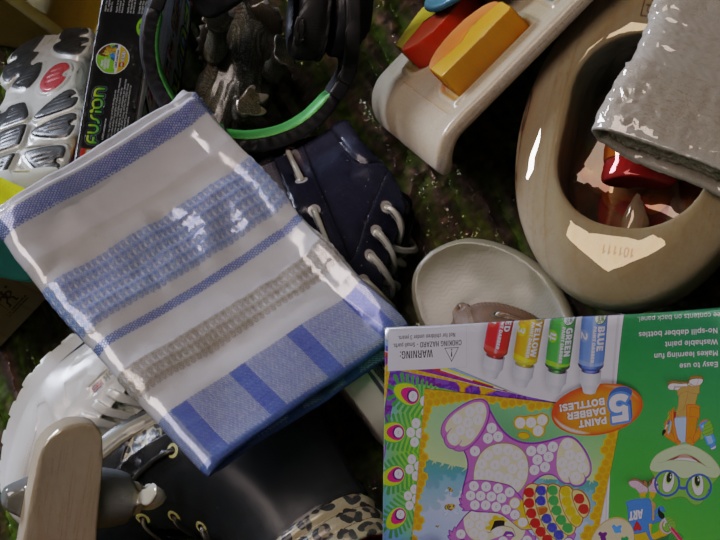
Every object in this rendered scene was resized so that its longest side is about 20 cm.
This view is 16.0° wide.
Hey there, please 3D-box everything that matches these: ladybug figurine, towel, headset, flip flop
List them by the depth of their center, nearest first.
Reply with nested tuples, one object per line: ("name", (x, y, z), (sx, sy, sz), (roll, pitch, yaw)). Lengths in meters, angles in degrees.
("towel", (0.232, -0.087, 1.295), (0.200, 0.034, 0.133), (22, 69, 12))
("flip flop", (0.080, 0.056, 1.354), (0.081, 0.058, 0.200), (-33, 51, 14))
("ladybug figurine", (0.154, -0.065, 1.355), (0.135, 0.072, 0.200), (8, 69, 21))
("towel", (-0.087, 0.002, 1.376), (0.147, 0.024, 0.200), (-33, 66, -23))
("headset", (-0.045, -0.161, 1.441), (0.200, 0.123, 0.094), (-64, 11, 5))

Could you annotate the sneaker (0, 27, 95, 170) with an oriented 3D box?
("sneaker", (-0.181, -0.073, 1.559), (0.080, 0.084, 0.200), (-16, 30, 20))

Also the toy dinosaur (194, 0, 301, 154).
("toy dinosaur", (-0.080, -0.097, 1.537), (0.077, 0.102, 0.201), (11, 76, -2))

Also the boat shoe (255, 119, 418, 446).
("boat shoe", (0.000, 0.000, 1.434), (0.093, 0.075, 0.200), (-31, 60, -2))

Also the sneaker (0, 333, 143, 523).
("sneaker", (-0.134, 0.066, 1.467), (0.200, 0.076, 0.080), (-55, 27, -2))

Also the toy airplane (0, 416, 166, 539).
("toy airplane", (-0.157, 0.201, 1.351), (0.200, 0.199, 0.141), (-38, 12, 12))

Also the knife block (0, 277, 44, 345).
("knife block", (-0.272, -0.034, 1.563), (0.064, 0.176, 0.200), (-46, 49, 2))

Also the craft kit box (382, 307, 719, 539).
("craft kit box", (0.103, 0.122, 1.276), (0.200, 0.048, 0.198), (-5, 83, 32))

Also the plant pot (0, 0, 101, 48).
("plant pot", (-0.269, -0.266, 1.694), (0.200, 0.195, 0.195), (3, 66, 45))

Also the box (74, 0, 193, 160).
("box", (-0.134, -0.123, 1.559), (0.035, 0.110, 0.200), (4, 66, 6))

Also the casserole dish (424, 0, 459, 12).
("casserole dish", (0.099, -0.228, 1.452), (0.200, 0.039, 0.121), (-45, 16, -5))

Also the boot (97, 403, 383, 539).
("boot", (-0.082, 0.145, 1.405), (0.204, 0.073, 0.154), (-42, 55, 15))

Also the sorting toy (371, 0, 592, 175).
("sorting toy", (0.082, -0.153, 1.429), (0.200, 0.036, 0.185), (-50, 17, 3))

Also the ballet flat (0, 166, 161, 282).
("ballet flat", (-0.167, -0.021, 1.434), (0.200, 0.067, 0.067), (21, 62, 11))
